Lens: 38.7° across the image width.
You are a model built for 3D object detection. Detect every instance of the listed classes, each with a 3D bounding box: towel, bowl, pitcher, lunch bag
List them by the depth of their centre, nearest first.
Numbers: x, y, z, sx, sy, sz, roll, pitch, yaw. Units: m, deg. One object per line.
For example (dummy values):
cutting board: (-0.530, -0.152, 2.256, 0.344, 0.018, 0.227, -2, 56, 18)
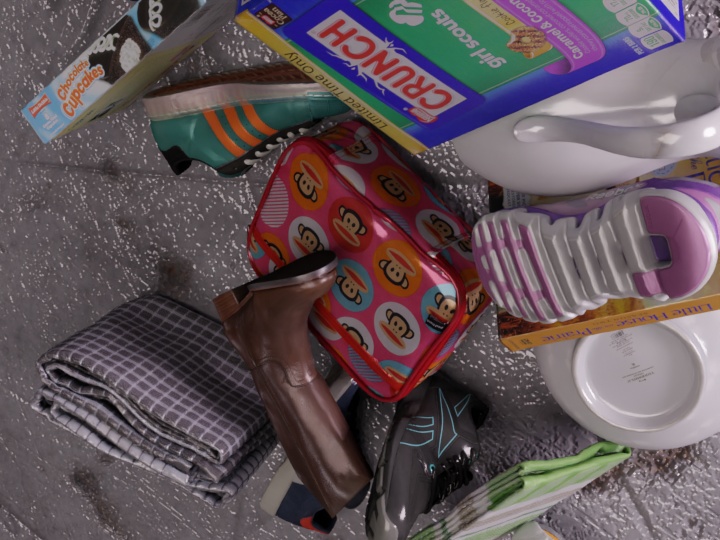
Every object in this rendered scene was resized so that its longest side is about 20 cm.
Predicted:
pitcher: (0.151, -0.103, 0.665, 0.198, 0.171, 0.123, 2, 109, 32)
bowl: (0.214, 0.059, 0.772, 0.199, 0.090, 0.203, 8, 115, 19)
lunch bag: (0.000, 0.000, 0.827, 0.200, 0.082, 0.177, 45, 133, 16)
towel: (0.110, 0.195, 0.839, 0.200, 0.148, 0.031, -46, 62, 37)
towel: (-0.163, 0.106, 0.909, 0.198, 0.166, 0.086, 25, 113, 11)

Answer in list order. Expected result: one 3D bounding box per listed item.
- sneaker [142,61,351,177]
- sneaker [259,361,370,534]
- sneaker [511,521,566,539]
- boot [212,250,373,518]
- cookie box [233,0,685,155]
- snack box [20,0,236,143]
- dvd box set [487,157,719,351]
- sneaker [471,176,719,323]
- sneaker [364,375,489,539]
sneaker: (-0.084, -0.121, 0.839, 0.198, 0.071, 0.081, -1, 115, 29)
sneaker: (-0.019, 0.162, 0.929, 0.084, 0.075, 0.201, 29, 126, 4)
sneaker: (0.198, 0.300, 0.891, 0.078, 0.077, 0.201, -32, 94, 30)
boot: (-0.030, 0.094, 0.796, 0.186, 0.064, 0.202, -20, 94, 63)
cookie box: (0.055, -0.164, 0.588, 0.199, 0.076, 0.170, -18, 145, 41)
snack box: (-0.170, -0.180, 0.818, 0.199, 0.116, 0.037, -32, 97, 30)
dvd box set: (0.189, -0.032, 0.728, 0.198, 0.029, 0.148, -13, 63, 28)
sneaker: (0.161, -0.019, 0.679, 0.199, 0.088, 0.081, -8, 107, 51)
sneaker: (0.056, 0.146, 0.815, 0.078, 0.200, 0.076, 18, 122, 6)
